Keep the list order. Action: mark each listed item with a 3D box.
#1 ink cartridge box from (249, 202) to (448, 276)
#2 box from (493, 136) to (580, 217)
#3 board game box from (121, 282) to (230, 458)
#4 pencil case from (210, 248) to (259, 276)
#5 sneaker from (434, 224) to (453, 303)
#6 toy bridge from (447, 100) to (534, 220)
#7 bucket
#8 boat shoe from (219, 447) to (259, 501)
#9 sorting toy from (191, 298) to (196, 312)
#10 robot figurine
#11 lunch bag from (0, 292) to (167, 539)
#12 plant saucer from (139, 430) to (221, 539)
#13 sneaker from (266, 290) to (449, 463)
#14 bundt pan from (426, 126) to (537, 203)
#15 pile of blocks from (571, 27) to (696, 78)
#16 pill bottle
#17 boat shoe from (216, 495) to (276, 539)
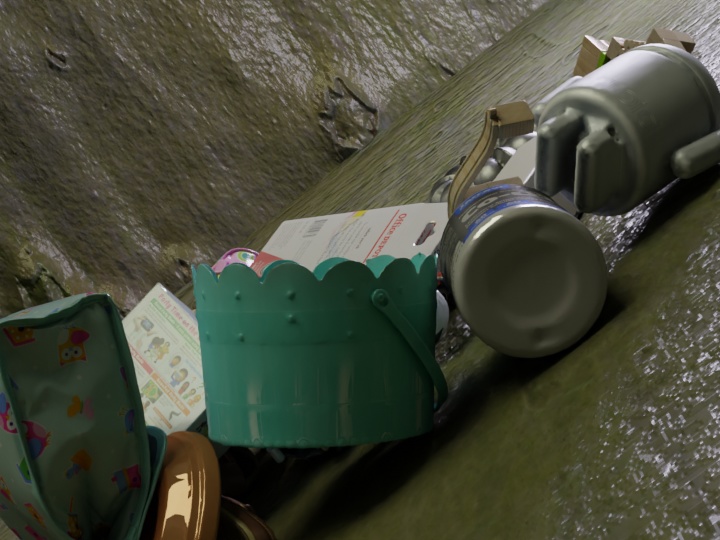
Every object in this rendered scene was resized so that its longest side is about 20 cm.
[{"bbox_3d":[0.000,0.000,1.517,0.199,0.068,0.117,-6,31,31],"label":"ink cartridge box"},{"bbox_3d":[0.165,-0.067,1.559,0.082,0.069,0.200,-31,11,37],"label":"box"},{"bbox_3d":[-0.192,0.131,1.408,0.200,0.064,0.147,-46,49,-2],"label":"board game box"},{"bbox_3d":[-0.149,0.067,1.889,0.087,0.087,0.201,-45,-16,-40],"label":"pencil case"},{"bbox_3d":[0.079,0.007,1.608,0.200,0.077,0.082,-41,36,-10],"label":"sneaker"},{"bbox_3d":[0.108,-0.060,1.397,0.067,0.201,0.027,-12,47,-10],"label":"toy bridge"},{"bbox_3d":[-0.031,0.058,1.259,0.205,0.136,0.207,-2,2,0],"label":"bucket"},{"bbox_3d":[-0.127,0.189,1.506,0.071,0.073,0.200,-8,-4,-3],"label":"boat shoe"},{"bbox_3d":[-0.192,0.160,1.800,0.201,0.106,0.180,-60,0,-23],"label":"sorting toy"},{"bbox_3d":[0.226,-0.119,1.369,0.169,0.114,0.200,28,42,32],"label":"robot figurine"},{"bbox_3d":[-0.232,0.128,1.253,0.121,0.201,0.170,-20,3,-31],"label":"lunch bag"},{"bbox_3d":[-0.167,0.215,1.244,0.200,0.037,0.201,-46,33,42],"label":"plant saucer"},{"bbox_3d":[-0.008,0.098,1.407,0.198,0.080,0.130,-31,16,17],"label":"sneaker"},{"bbox_3d":[0.149,-0.097,1.758,0.201,0.076,0.202,-38,8,6],"label":"bundt pan"},{"bbox_3d":[0.312,-0.222,1.834,0.062,0.083,0.200,4,2,-23],"label":"pile of blocks"},{"bbox_3d":[0.120,-0.007,1.278,0.114,0.114,0.200,-38,9,4],"label":"pill bottle"},{"bbox_3d":[-0.110,0.203,1.287,0.067,0.073,0.200,-12,4,-29],"label":"boat shoe"}]
